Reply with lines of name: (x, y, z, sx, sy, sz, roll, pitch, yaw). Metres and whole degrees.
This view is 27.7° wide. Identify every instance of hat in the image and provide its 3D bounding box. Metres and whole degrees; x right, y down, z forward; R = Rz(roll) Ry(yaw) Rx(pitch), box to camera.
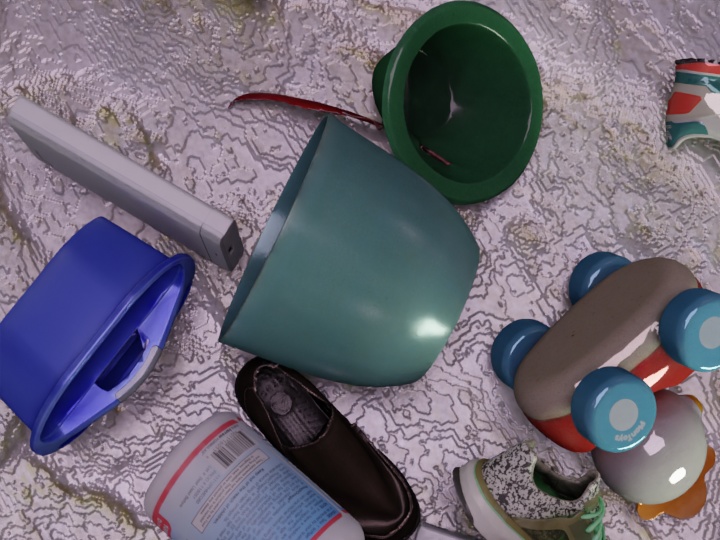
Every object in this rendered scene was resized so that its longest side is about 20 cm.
hat: (0.035, -0.156, 1.289, 0.199, 0.175, 0.167, 36, 77, -33)

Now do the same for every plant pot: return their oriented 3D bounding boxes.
plant pot: (0.000, 0.000, 1.175, 0.160, 0.201, 0.202, 26, 80, -7)

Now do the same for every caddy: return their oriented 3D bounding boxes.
caddy: (-0.214, 0.056, 1.186, 0.105, 0.141, 0.201, 37, 82, 11)

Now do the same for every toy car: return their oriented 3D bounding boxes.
toy car: (0.237, 0.112, 1.191, 0.177, 0.184, 0.201, -40, 112, -8)

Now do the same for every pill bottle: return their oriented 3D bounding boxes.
pill bottle: (-0.068, 0.214, 1.162, 0.199, 0.109, 0.109, 39, 82, 15)

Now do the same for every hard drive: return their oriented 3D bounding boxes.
hard drive: (-0.191, -0.069, 1.211, 0.199, 0.132, 0.027, 31, 81, 5)

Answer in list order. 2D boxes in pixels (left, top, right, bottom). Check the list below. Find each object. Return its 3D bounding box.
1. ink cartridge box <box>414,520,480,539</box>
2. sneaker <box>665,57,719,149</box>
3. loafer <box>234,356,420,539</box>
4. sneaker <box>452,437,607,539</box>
ink cartridge box: (0.065, 0.315, 1.185, 0.098, 0.039, 0.202, 18, 88, 3)
sneaker: (0.359, -0.120, 1.269, 0.198, 0.070, 0.094, 15, 98, 0)
loafer: (-0.032, 0.150, 1.205, 0.200, 0.071, 0.073, 43, 82, 7)
sneaker: (0.168, 0.200, 1.158, 0.199, 0.077, 0.089, 35, 120, -24)
